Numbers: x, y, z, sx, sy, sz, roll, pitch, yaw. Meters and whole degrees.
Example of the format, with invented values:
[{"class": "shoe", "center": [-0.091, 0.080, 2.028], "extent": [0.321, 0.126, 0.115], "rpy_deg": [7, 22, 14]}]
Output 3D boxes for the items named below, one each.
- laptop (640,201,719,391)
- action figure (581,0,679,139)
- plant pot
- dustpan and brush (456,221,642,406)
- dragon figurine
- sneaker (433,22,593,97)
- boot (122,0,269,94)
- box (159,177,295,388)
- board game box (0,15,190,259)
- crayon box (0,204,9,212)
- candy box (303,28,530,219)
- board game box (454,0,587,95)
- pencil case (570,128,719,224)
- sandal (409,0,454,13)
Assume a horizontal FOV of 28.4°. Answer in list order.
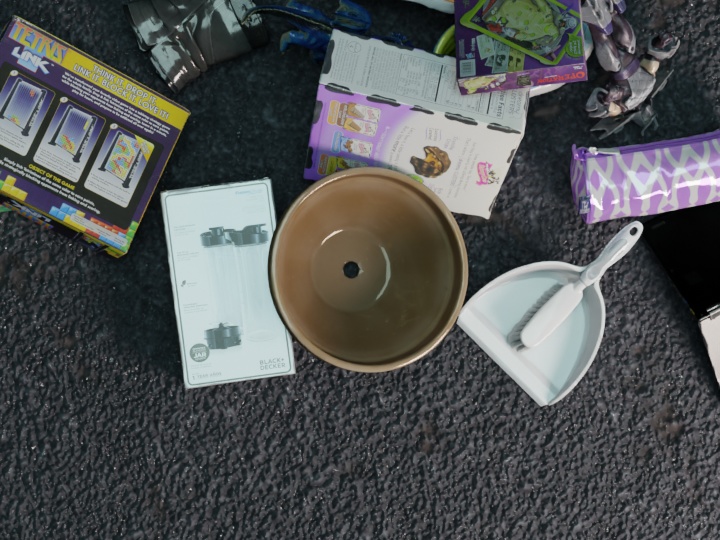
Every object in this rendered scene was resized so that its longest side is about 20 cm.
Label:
[{"class": "laptop", "center": [0.421, 0.016, 1.492], "extent": [0.187, 0.116, 0.200], "rpy_deg": [-26, 60, -4]}, {"class": "action figure", "center": [0.262, -0.219, 1.438], "extent": [0.130, 0.069, 0.200], "rpy_deg": [-50, 125, -29]}, {"class": "plant pot", "center": [0.000, 0.000, 1.425], "extent": [0.200, 0.093, 0.202], "rpy_deg": [0, 88, -14]}, {"class": "dustpan and brush", "center": [0.214, 0.025, 1.457], "extent": [0.140, 0.057, 0.200], "rpy_deg": [44, 86, 1]}, {"class": "dragon figurine", "center": [-0.026, -0.237, 1.424], "extent": [0.099, 0.200, 0.059], "rpy_deg": [9, 83, 36]}, {"class": "sneaker", "center": [0.156, -0.224, 1.430], "extent": [0.200, 0.131, 0.080], "rpy_deg": [-33, 73, -4]}, {"class": "boot", "center": [-0.188, -0.294, 1.458], "extent": [0.131, 0.070, 0.201], "rpy_deg": [-24, 84, 2]}, {"class": "box", "center": [-0.133, 0.013, 1.444], "extent": [0.116, 0.060, 0.201], "rpy_deg": [-9, 88, -3]}, {"class": "board game box", "center": [-0.293, -0.129, 1.405], "extent": [0.199, 0.057, 0.166], "rpy_deg": [28, 71, -18]}, {"class": "crayon box", "center": [-0.429, -0.111, 1.440], "extent": [0.199, 0.058, 0.119], "rpy_deg": [-8, 87, -3]}, {"class": "candy box", "center": [0.053, -0.140, 1.402], "extent": [0.199, 0.168, 0.072], "rpy_deg": [13, 61, -2]}, {"class": "board game box", "center": [0.149, -0.256, 1.354], "extent": [0.119, 0.032, 0.201], "rpy_deg": [-8, 55, 14]}, {"class": "pencil case", "center": [0.309, -0.104, 1.455], "extent": [0.199, 0.084, 0.086], "rpy_deg": [-10, 117, -4]}, {"class": "sandal", "center": [0.048, -0.311, 1.437], "extent": [0.206, 0.079, 0.059], "rpy_deg": [15, 129, 17]}]
